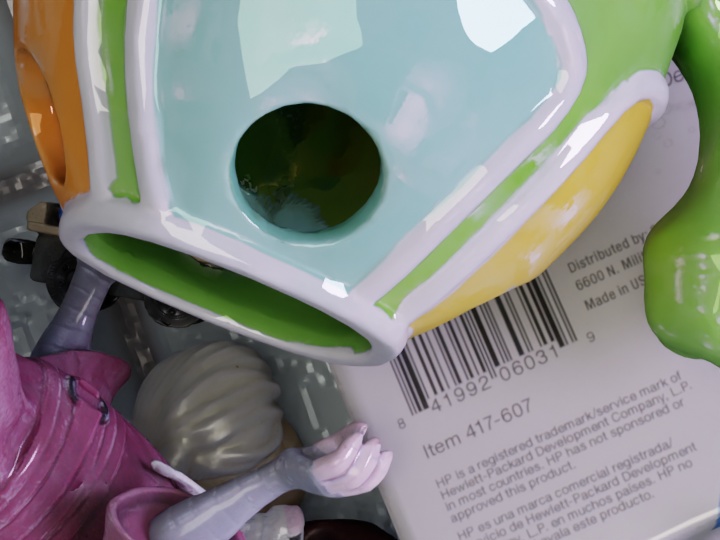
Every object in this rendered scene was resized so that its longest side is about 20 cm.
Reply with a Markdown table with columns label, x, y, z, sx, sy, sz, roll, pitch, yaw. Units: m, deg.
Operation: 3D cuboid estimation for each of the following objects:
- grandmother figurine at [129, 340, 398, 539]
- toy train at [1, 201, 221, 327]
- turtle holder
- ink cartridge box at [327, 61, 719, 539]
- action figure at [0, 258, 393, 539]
| label | x | y | z | sx | sy | sz | roll | pitch | yaw |
| --- | --- | --- | --- | --- | --- | --- | --- | --- | --- |
| grandmother figurine | -0.007 | 0.113 | 0.806 | 0.121 | 0.061 | 0.200 | -27 | 90 | 26 |
| toy train | 0.000 | 0.000 | 0.810 | 0.200 | 0.034 | 0.046 | 8 | 92 | 7 |
| turtle holder | 0.008 | -0.045 | 0.655 | 0.185 | 0.141 | 0.132 | 30 | 73 | -35 |
| ink cartridge box | 0.056 | -0.016 | 0.741 | 0.146 | 0.084 | 0.200 | -24 | 67 | 5 |
| action figure | -0.089 | 0.049 | 0.708 | 0.149 | 0.134 | 0.200 | -48 | 116 | 0 |
